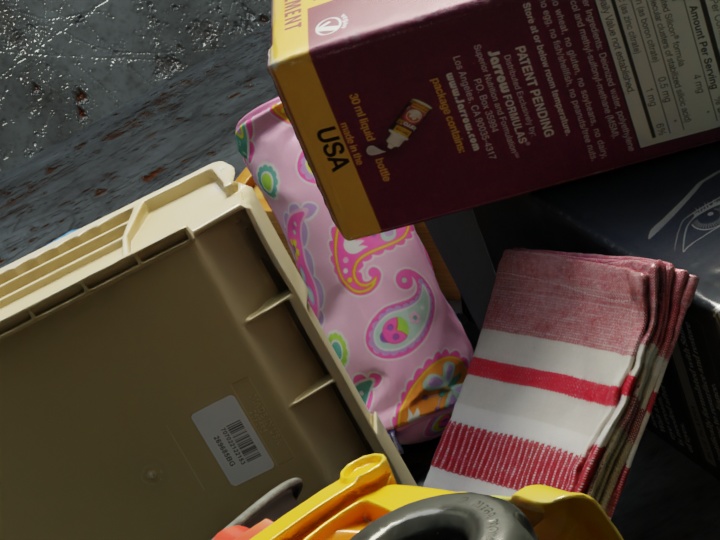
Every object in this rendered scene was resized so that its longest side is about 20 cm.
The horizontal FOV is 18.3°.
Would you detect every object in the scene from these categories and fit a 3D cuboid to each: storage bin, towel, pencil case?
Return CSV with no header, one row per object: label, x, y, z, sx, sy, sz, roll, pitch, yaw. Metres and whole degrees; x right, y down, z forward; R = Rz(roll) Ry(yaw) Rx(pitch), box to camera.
storage bin,-0.096,0.080,1.063,0.198,0.200,0.094,-26,15,8
towel,0.057,0.086,0.881,0.144,0.023,0.200,5,73,68
pencil case,0.000,0.000,1.182,0.087,0.200,0.087,-20,-7,-3

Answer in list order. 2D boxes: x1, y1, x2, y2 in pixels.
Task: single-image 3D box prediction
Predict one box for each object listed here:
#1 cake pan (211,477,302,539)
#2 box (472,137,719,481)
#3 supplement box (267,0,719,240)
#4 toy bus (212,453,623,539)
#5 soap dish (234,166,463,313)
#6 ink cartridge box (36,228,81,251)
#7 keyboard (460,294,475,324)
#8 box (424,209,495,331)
cake pan,-0.083,0.168,0.906,0.200,0.037,0.200,-46,-8,-8
box,0.182,-0.026,0.968,0.197,0.118,0.200,-32,34,-15
supplement box,0.069,-0.111,0.948,0.200,0.103,0.131,-16,38,10
toy bus,-0.024,0.151,0.729,0.200,0.136,0.192,-35,28,-27
soap dish,0.018,-0.049,1.315,0.200,0.081,0.157,1,42,42
ink cartridge box,-0.206,0.086,1.369,0.200,0.147,0.145,-33,14,-20
keyboard,0.140,-0.027,1.225,0.200,0.127,0.021,-30,57,-13
box,0.127,-0.056,1.118,0.182,0.200,0.104,-32,16,-16
